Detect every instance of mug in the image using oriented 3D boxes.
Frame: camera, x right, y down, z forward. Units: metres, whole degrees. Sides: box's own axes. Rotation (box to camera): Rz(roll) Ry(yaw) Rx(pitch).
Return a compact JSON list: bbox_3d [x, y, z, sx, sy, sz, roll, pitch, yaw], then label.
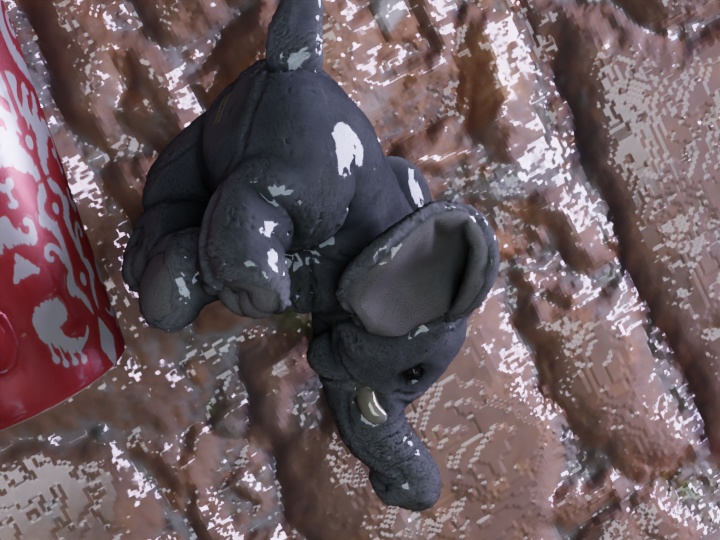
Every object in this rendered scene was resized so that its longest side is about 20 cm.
[{"bbox_3d":[-0.195,-0.027,0.695,0.133,0.178,0.200,-14,108,20],"label":"mug"}]

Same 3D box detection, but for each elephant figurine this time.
[{"bbox_3d":[0.000,0.000,0.781,0.200,0.155,0.142,28,46,-27],"label":"elephant figurine"}]
